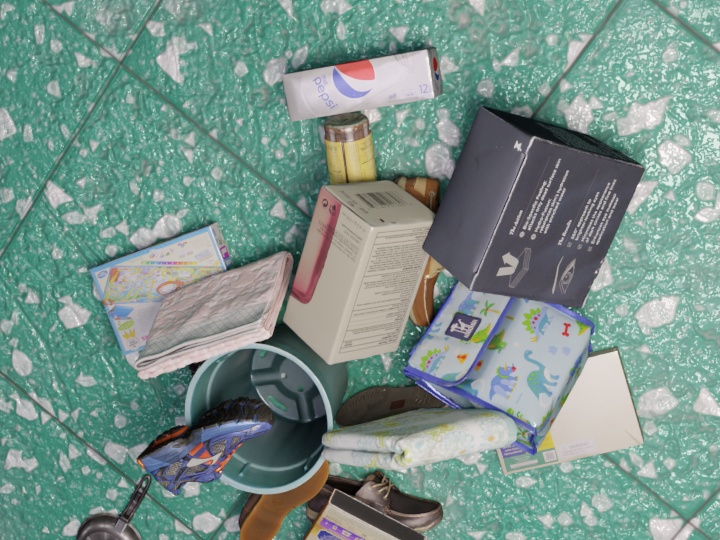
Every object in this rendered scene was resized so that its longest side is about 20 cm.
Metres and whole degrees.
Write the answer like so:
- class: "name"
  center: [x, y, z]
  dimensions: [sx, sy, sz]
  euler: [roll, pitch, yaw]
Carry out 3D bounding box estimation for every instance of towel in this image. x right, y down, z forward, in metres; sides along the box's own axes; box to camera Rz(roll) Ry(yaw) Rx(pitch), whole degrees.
- class: "towel"
  center: [-0.191, 0.055, 1.661]
  dimensions: [0.198, 0.192, 0.032]
  euler: [-19, 116, 17]
- class: "towel"
  center: [0.068, 0.207, 1.543]
  dimensions: [0.199, 0.170, 0.049]
  euler: [-8, 92, 56]

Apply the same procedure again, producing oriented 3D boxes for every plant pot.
- class: "plant pot"
  center: [-0.108, 0.167, 1.697]
  dimensions: [0.198, 0.196, 0.203]
  euler: [3, 104, 14]

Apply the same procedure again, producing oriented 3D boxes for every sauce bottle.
- class: "sauce bottle"
  center: [-0.008, -0.105, 1.667]
  dimensions: [0.064, 0.065, 0.202]
  euler: [1, 117, 13]

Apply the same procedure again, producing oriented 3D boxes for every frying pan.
- class: "frying pan"
  center: [-0.354, 0.403, 1.904]
  dimensions: [0.189, 0.031, 0.115]
  euler: [-37, 94, 21]

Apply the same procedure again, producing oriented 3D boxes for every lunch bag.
- class: "lunch bag"
  center: [0.177, 0.108, 1.626]
  dimensions: [0.199, 0.128, 0.171]
  euler: [28, 72, 20]

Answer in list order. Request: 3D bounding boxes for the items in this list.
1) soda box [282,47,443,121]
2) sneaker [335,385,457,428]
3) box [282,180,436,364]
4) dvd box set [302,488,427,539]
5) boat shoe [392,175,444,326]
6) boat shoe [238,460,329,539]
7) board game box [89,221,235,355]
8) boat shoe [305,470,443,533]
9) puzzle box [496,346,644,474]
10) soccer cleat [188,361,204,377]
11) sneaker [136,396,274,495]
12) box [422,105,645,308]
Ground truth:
- class: "soda box"
  center: [0.003, -0.242, 1.642]
  dimensions: [0.197, 0.068, 0.064]
  euler: [-7, 101, 16]
- class: "sneaker"
  center: [0.066, 0.217, 1.734]
  dimensions: [0.198, 0.075, 0.107]
  euler: [-10, 130, 33]
- class: "box"
  center: [0.000, 0.000, 1.605]
  dimensions: [0.109, 0.127, 0.202]
  euler: [39, 123, 36]
- class: "dvd box set"
  center: [-0.008, 0.395, 1.759]
  dimensions: [0.145, 0.030, 0.201]
  euler: [27, 135, 0]
- class: "boat shoe"
  center: [0.085, -0.026, 1.670]
  dimensions: [0.073, 0.076, 0.203]
  euler: [-5, 103, 11]
- class: "boat shoe"
  center: [-0.111, 0.304, 1.785]
  dimensions: [0.070, 0.071, 0.200]
  euler: [32, 119, -18]
- class: "board game box"
  center: [-0.270, 0.027, 1.789]
  dimensions: [0.198, 0.034, 0.136]
  euler: [-18, 98, 17]
- class: "boat shoe"
  center: [0.017, 0.323, 1.769]
  dimensions: [0.197, 0.075, 0.074]
  euler: [1, 104, 12]
- class: "puzzle box"
  center: [0.268, 0.189, 1.701]
  dimensions: [0.198, 0.025, 0.135]
  euler: [-15, 99, 17]
- class: "soccer cleat"
  center: [-0.201, 0.151, 1.780]
  dimensions: [0.072, 0.068, 0.202]
  euler: [-7, 113, -21]
- class: "sneaker"
  center: [-0.185, 0.222, 1.597]
  dimensions: [0.199, 0.075, 0.079]
  euler: [-25, 105, 26]
- class: "box"
  center: [0.212, -0.076, 1.553]
  dimensions: [0.117, 0.198, 0.199]
  euler: [42, 116, 49]
